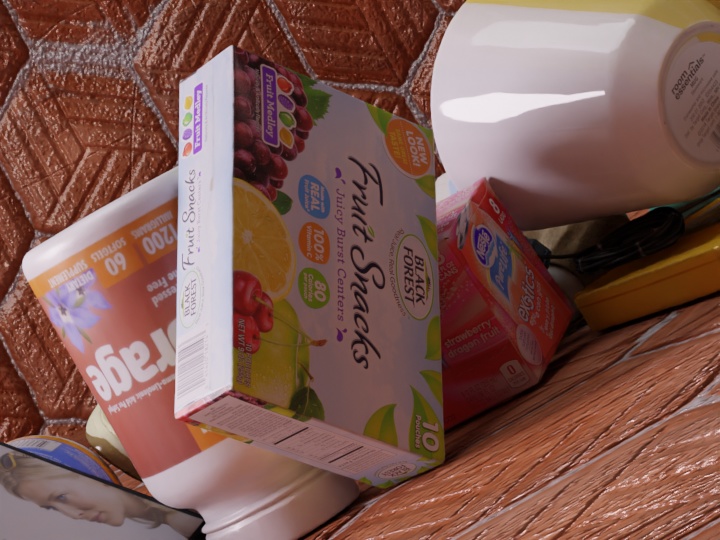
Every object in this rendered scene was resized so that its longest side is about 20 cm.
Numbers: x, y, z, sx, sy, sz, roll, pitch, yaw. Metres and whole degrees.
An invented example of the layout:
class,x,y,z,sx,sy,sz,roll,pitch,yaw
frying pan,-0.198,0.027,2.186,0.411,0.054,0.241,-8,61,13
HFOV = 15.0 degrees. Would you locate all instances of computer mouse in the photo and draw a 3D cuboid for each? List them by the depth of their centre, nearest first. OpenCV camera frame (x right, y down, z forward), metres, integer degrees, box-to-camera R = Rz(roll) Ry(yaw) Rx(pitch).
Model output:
class,x,y,z,sx,sy,sz,roll,pitch,yaw
computer mouse,0.114,0.001,1.600,0.200,0.034,0.059,-15,24,48

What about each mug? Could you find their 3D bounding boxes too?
class,x,y,z,sx,sy,sz,roll,pitch,yaw
mug,0.143,-0.115,1.547,0.149,0.187,0.153,-3,3,-38

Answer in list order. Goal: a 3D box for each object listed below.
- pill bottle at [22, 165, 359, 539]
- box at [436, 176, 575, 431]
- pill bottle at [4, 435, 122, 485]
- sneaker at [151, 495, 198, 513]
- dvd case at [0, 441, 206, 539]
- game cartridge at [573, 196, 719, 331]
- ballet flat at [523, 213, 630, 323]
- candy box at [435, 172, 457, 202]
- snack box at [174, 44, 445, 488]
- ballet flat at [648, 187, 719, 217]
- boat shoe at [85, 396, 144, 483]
class,x,y,z,sx,sy,sz,roll,pitch,yaw
pill bottle,-0.085,0.053,1.454,0.112,0.200,0.112,-30,3,1
box,0.007,0.044,1.561,0.200,0.103,0.095,-29,13,27
pill bottle,-0.202,0.165,1.556,0.112,0.112,0.200,-29,3,10
sneaker,-0.077,0.109,1.690,0.082,0.075,0.200,-36,-4,23
dvd case,-0.193,0.132,1.447,0.143,0.200,0.018,-51,-22,-65
game cartridge,0.230,-0.034,1.551,0.200,0.032,0.176,-30,2,-27
ballet flat,0.088,0.026,1.693,0.200,0.068,0.072,-28,23,38
candy box,0.067,-0.008,1.905,0.136,0.061,0.200,12,-30,-43
snack box,-0.026,-0.001,1.417,0.142,0.200,0.053,22,-36,-36
ballet flat,0.253,-0.087,1.879,0.067,0.070,0.200,-32,3,-33
boat shoe,-0.130,0.072,1.720,0.065,0.073,0.200,-49,17,11
